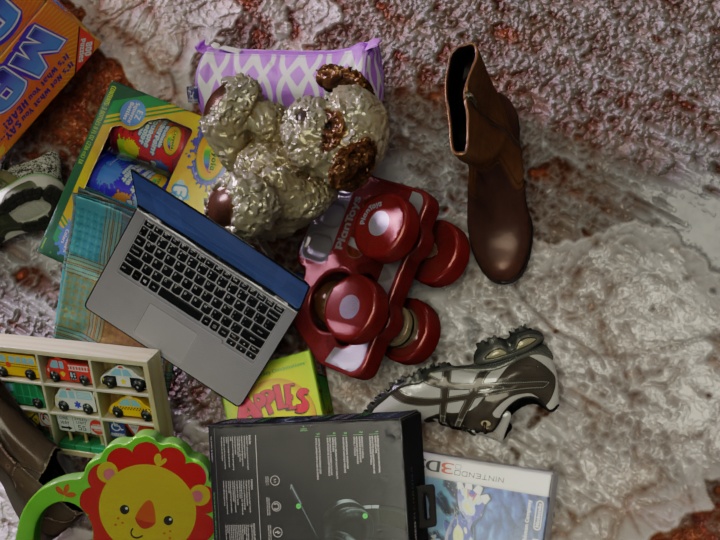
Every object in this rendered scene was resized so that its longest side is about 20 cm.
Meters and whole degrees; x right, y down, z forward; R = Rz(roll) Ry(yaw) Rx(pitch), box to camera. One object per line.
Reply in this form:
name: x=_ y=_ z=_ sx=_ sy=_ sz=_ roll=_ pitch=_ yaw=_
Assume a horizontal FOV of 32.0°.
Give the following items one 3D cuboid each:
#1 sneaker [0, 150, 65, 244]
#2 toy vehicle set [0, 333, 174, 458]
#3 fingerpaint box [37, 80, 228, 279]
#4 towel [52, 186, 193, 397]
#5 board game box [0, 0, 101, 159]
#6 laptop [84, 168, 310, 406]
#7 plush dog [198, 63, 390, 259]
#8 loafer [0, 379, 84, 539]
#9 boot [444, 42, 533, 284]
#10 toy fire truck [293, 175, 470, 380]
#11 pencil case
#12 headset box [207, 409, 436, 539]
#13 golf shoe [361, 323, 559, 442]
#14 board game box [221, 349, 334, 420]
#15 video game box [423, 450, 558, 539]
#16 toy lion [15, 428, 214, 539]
sneaker: x=-0.405 y=-0.078 z=1.389 sx=0.199 sy=0.077 sz=0.089 roll=-15 pitch=47 yaw=14
toy vehicle set: x=-0.289 y=0.133 z=1.291 sx=0.199 sy=0.027 sz=0.125 roll=4 pitch=116 yaw=21
fingerpaint box: x=-0.221 y=-0.075 z=1.323 sx=0.166 sy=0.073 sz=0.201 roll=24 pitch=88 yaw=16
towel: x=-0.244 y=0.031 z=1.272 sx=0.146 sy=0.022 sz=0.201 roll=20 pitch=109 yaw=18
board game box: x=-0.444 y=-0.262 z=1.326 sx=0.200 sy=0.200 sz=0.200 roll=-48 pitch=60 yaw=4
laptop: x=-0.159 y=0.023 z=1.168 sx=0.187 sy=0.116 sz=0.200 roll=33 pitch=111 yaw=1
plush dog: x=-0.046 y=-0.107 z=1.199 sx=0.171 sy=0.160 sz=0.201 roll=-29 pitch=45 yaw=23
loafer: x=-0.341 y=0.182 z=1.287 sx=0.071 sy=0.073 sz=0.201 roll=-21 pitch=110 yaw=18
boot: x=0.121 y=-0.092 z=1.171 sx=0.068 sy=0.200 sz=0.189 roll=4 pitch=82 yaw=15
toy fire truck: x=0.000 y=0.000 z=1.249 sx=0.168 sy=0.112 sz=0.201 roll=20 pitch=88 yaw=43
pencil case: x=-0.074 y=-0.198 z=1.297 sx=0.199 sy=0.084 sz=0.086 roll=2 pitch=114 yaw=12
headset box: x=-0.030 y=0.221 z=1.161 sx=0.199 sy=0.093 sz=0.175 roll=-5 pitch=87 yaw=14
golf shoe: x=0.096 y=0.130 z=1.208 sx=0.199 sy=0.078 sz=0.095 roll=-24 pitch=76 yaw=11
board game box: x=-0.071 y=0.190 z=1.257 sx=0.101 sy=0.048 sz=0.201 roll=-15 pitch=78 yaw=12
video game box: x=0.086 y=0.277 z=1.204 sx=0.181 sy=0.047 sz=0.201 roll=6 pitch=83 yaw=18
toy lion: x=-0.240 y=0.252 z=1.248 sx=0.199 sy=0.069 sz=0.193 roll=8 pitch=96 yaw=1
